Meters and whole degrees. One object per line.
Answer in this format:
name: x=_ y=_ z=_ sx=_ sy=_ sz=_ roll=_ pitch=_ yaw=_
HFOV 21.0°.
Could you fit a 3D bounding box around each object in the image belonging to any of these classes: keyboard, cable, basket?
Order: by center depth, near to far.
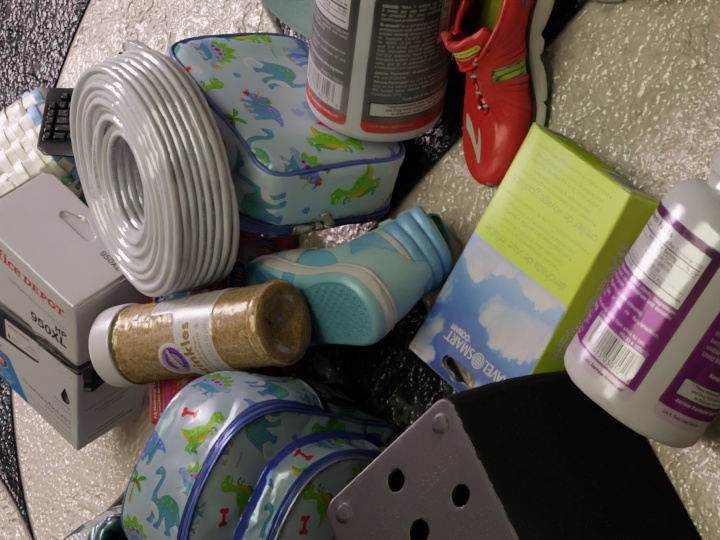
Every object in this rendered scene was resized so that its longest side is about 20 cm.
cable: x=-0.166 y=-0.078 z=1.561 sx=0.199 sy=0.069 sz=0.202 roll=19 pitch=121 yaw=60
keyboard: x=-0.185 y=-0.153 z=1.743 sx=0.198 sy=0.021 sz=0.128 roll=2 pitch=54 yaw=6
basket: x=-0.318 y=-0.061 z=1.820 sx=0.200 sy=0.176 sz=0.140 roll=-39 pitch=57 yaw=16

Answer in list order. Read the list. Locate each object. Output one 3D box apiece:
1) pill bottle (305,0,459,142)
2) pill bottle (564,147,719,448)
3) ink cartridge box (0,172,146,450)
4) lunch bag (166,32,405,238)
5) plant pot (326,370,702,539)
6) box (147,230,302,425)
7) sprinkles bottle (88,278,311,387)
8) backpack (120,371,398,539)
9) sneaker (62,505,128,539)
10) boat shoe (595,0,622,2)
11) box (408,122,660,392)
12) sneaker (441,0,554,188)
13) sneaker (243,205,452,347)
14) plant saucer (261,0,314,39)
pill bottle: x=0.021 y=-0.212 z=1.523 sx=0.116 sy=0.115 sz=0.202 roll=48 pitch=143 yaw=40
pill bottle: x=0.233 y=0.010 z=1.320 sx=0.112 sy=0.112 sz=0.201 roll=45 pitch=109 yaw=41
ink cartridge box: x=-0.265 y=0.037 z=1.715 sx=0.144 sy=0.084 sz=0.201 roll=39 pitch=144 yaw=25
lunch bag: x=-0.065 y=-0.115 z=1.606 sx=0.200 sy=0.159 sz=0.083 roll=50 pitch=136 yaw=37
plant pot: x=0.098 y=0.191 z=1.356 sx=0.200 sy=0.177 sz=0.201 roll=-44 pitch=54 yaw=25
box: x=-0.117 y=0.033 z=1.658 sx=0.099 sy=0.095 sz=0.202 roll=-18 pitch=67 yaw=40
sprinkles bottle: x=-0.130 y=0.051 z=1.550 sx=0.199 sy=0.068 sz=0.069 roll=-10 pitch=72 yaw=42
backpack: x=-0.069 y=0.174 z=1.503 sx=0.146 sy=0.199 sz=0.185 roll=29 pitch=99 yaw=44
sneaker: x=-0.208 y=0.235 z=1.697 sx=0.199 sy=0.086 sz=0.079 roll=-14 pitch=69 yaw=40
boat shoe: x=0.210 y=-0.240 z=1.437 sx=0.198 sy=0.068 sz=0.074 roll=13 pitch=88 yaw=45
box: x=0.129 y=0.006 z=1.464 sx=0.122 sy=0.047 sz=0.201 roll=41 pitch=108 yaw=43
sneaker: x=0.095 y=-0.163 z=1.501 sx=0.077 sy=0.084 sz=0.202 roll=15 pitch=106 yaw=44
sneaker: x=0.000 y=0.000 z=1.558 sx=0.199 sy=0.130 sz=0.080 roll=10 pitch=128 yaw=55
plant saucer: x=-0.011 y=-0.272 z=1.603 sx=0.200 sy=0.201 sz=0.039 roll=-20 pitch=29 yaw=39
